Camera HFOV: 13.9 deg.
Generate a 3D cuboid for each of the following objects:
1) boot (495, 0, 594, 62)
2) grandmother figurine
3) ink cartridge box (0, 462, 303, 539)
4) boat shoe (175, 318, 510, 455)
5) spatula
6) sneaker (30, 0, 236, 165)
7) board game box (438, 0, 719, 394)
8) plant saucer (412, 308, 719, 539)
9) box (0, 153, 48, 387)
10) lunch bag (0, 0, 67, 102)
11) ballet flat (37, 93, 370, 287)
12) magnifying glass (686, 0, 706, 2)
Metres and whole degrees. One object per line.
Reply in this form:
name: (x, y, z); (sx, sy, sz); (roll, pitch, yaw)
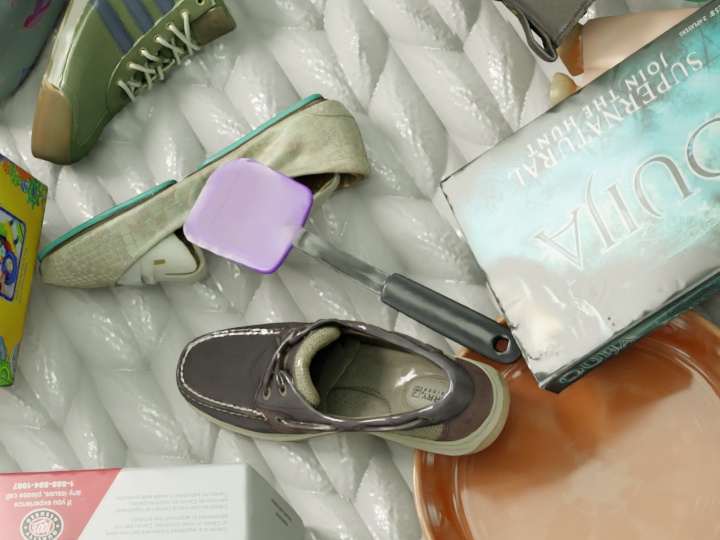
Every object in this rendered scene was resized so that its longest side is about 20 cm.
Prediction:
boot: (0.090, -0.236, 1.625); (0.174, 0.069, 0.200); (29, 88, -3)
grandmother figurine: (0.207, -0.120, 1.616); (0.200, 0.061, 0.122); (-2, 79, 23)
ink cartridge box: (-0.112, 0.215, 1.546); (0.145, 0.145, 0.200); (-2, 72, 10)
boat shoe: (-0.018, 0.056, 1.603); (0.200, 0.065, 0.072); (9, 71, 29)
spatula: (0.000, 0.000, 1.615); (0.200, 0.021, 0.057); (27, 84, 6)
sneaker: (-0.117, -0.147, 1.702); (0.090, 0.067, 0.201); (18, 81, 7)
board game box: (0.152, -0.042, 1.575); (0.200, 0.028, 0.135); (-34, 64, 18)
plant saucer: (0.128, 0.108, 1.594); (0.200, 0.032, 0.201); (-4, 72, 11)
box: (-0.309, -0.022, 1.614); (0.200, 0.193, 0.122); (2, 73, 24)
lunch bag: (-0.214, -0.198, 1.686); (0.077, 0.160, 0.200); (26, 82, 17)
ballet flat: (-0.086, -0.029, 1.662); (0.200, 0.067, 0.062); (-30, 79, 1)
magnifying glass: (0.225, -0.217, 1.637); (0.079, 0.022, 0.200); (-13, 36, 42)
